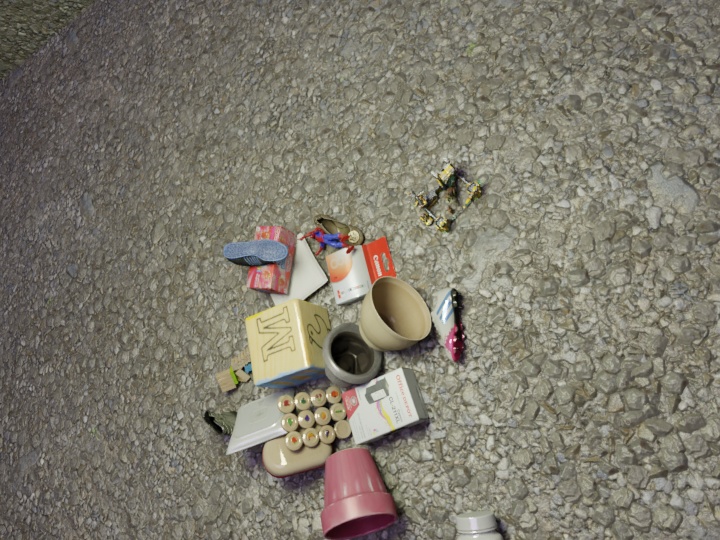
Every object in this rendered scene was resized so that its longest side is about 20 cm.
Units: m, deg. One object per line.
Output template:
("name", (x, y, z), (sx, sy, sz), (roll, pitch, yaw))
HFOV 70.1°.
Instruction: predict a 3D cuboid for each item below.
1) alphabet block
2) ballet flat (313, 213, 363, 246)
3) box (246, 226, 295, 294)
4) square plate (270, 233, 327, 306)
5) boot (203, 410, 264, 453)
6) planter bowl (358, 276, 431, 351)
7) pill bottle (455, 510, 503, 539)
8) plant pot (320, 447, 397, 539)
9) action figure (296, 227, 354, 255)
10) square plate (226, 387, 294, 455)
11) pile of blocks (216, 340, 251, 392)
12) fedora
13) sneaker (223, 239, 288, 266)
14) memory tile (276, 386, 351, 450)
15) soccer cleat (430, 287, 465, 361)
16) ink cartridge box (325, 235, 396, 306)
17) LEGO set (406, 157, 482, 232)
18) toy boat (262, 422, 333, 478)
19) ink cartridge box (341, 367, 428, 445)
("alphabet block", (-0.201, 0.221, 1.513), (0.194, 0.195, 0.203), (-21, 70, 18))
("ballet flat", (-0.075, -0.131, 1.621), (0.198, 0.046, 0.068), (30, 91, 29))
("box", (-0.281, -0.032, 1.624), (0.098, 0.095, 0.204), (2, 78, 27))
("square plate", (-0.217, 0.016, 1.657), (0.197, 0.028, 0.202), (-38, 64, 12))
("boot", (-0.386, 0.496, 1.566), (0.198, 0.130, 0.069), (26, 89, 29))
("planter bowl", (0.077, 0.137, 1.411), (0.135, 0.198, 0.202), (-47, 58, 38))
("pill bottle", (0.285, 0.678, 1.195), (0.113, 0.114, 0.204), (-16, 70, 22))
("plant pot", (-0.016, 0.576, 1.340), (0.198, 0.200, 0.181), (-29, 50, 17))
("action figure", (-0.117, -0.083, 1.585), (0.098, 0.066, 0.199), (-36, 31, -23))
("square plate", (-0.293, 0.431, 1.505), (0.197, 0.029, 0.199), (-22, 24, 8))
("pile of blocks", (-0.383, 0.304, 1.665), (0.200, 0.082, 0.062), (-44, 19, 0))
("fedora", (-0.034, 0.254, 1.450), (0.175, 0.201, 0.091), (28, 126, -3))
("sneaker", (-0.311, -0.050, 1.555), (0.196, 0.078, 0.072), (3, 74, 5))
("memory tile", (-0.129, 0.413, 1.444), (0.017, 0.197, 0.156), (-49, 51, 54))
("soccer cleat", (0.233, 0.147, 1.391), (0.085, 0.069, 0.204), (-11, 67, 34))
("ink cartridge box", (0.000, 0.000, 1.549), (0.198, 0.050, 0.165), (-24, 68, 23))
("LEGO set", (0.237, -0.216, 1.446), (0.199, 0.116, 0.155), (-40, 63, 12))
("toy boat", (-0.181, 0.522, 1.467), (0.196, 0.132, 0.132), (-9, 53, -17))
("ink cartridge box", (0.065, 0.369, 1.401), (0.198, 0.083, 0.148), (-28, 66, 18))
